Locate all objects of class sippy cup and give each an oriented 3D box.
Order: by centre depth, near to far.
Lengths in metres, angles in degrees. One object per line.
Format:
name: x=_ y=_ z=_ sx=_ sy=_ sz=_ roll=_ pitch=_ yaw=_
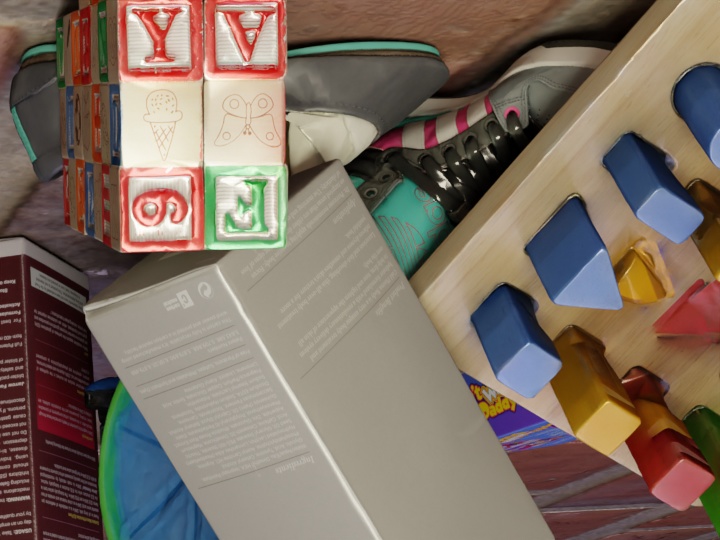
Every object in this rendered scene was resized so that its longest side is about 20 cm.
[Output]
sippy cup: x=-0.038 y=0.098 z=1.077 sx=0.130 sy=0.140 sz=0.177 roll=8 pitch=165 yaw=-40

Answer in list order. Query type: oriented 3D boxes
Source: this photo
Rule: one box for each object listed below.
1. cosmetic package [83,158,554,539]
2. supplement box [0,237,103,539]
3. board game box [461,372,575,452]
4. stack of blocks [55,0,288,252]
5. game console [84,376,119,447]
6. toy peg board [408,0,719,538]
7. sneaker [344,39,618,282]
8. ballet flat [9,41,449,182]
cosmetic package: x=-0.013 y=0.069 z=0.918 sx=0.090 sy=0.201 sz=0.107 roll=-18 pitch=-165 yaw=37
supplement box: x=-0.194 y=0.092 z=1.255 sx=0.061 sy=0.201 sz=0.109 roll=-8 pitch=166 yaw=12
board game box: x=0.135 y=0.069 z=1.325 sx=0.134 sy=0.045 sz=0.200 roll=-4 pitch=167 yaw=-39
stack of blocks: x=-0.075 y=-0.070 z=0.827 sx=0.058 sy=0.116 sz=0.200 roll=-2 pitch=-176 yaw=-13
game console: x=-0.050 y=0.115 z=1.247 sx=0.199 sy=0.119 sz=0.171 roll=-3 pitch=178 yaw=-2
toy peg board: x=0.156 y=0.015 z=0.943 sx=0.199 sy=0.098 sz=0.200 roll=31 pitch=110 yaw=-29
sneaker: x=0.043 y=-0.033 z=0.990 sx=0.199 sy=0.121 sz=0.084 roll=-14 pitch=124 yaw=44
ballet flat: x=-0.055 y=-0.062 z=0.970 sx=0.199 sy=0.073 sz=0.073 roll=-2 pitch=166 yaw=-17
